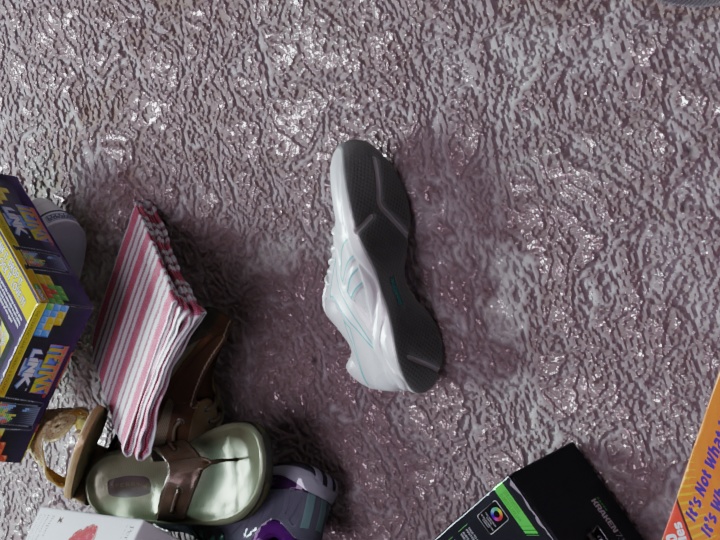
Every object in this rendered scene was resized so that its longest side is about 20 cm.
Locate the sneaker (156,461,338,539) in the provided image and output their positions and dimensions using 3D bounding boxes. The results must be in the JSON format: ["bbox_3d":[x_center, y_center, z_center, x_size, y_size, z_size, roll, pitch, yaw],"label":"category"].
[{"bbox_3d":[-0.108,0.214,1.796,0.199,0.074,0.088,-14,57,41],"label":"sneaker"}]

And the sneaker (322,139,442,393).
[{"bbox_3d":[0.000,0.000,1.673,0.080,0.070,0.202,-6,98,43],"label":"sneaker"}]

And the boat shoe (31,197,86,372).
[{"bbox_3d":[-0.292,0.032,1.930,0.065,0.073,0.201,42,118,49],"label":"boat shoe"}]

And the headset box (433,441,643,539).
[{"bbox_3d":[0.134,0.253,1.613,0.200,0.093,0.175,-45,73,37],"label":"headset box"}]

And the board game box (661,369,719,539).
[{"bbox_3d":[0.340,0.113,1.334,0.199,0.199,0.201,30,119,30],"label":"board game box"}]

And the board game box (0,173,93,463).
[{"bbox_3d":[-0.313,0.037,1.847,0.166,0.056,0.200,-61,41,23],"label":"board game box"}]

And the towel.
[{"bbox_3d":[-0.180,0.047,1.794,0.200,0.030,0.147,-119,46,-59],"label":"towel"}]

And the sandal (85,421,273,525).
[{"bbox_3d":[-0.153,0.173,1.766,0.200,0.057,0.080,-14,78,32],"label":"sandal"}]

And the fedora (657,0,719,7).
[{"bbox_3d":[0.235,-0.271,1.390,0.176,0.090,0.202,16,105,34],"label":"fedora"}]

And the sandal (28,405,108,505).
[{"bbox_3d":[-0.260,0.153,1.854,0.069,0.078,0.212,23,164,3],"label":"sandal"}]

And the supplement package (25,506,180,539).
[{"bbox_3d":[-0.205,0.279,1.806,0.200,0.119,0.122,-5,57,57],"label":"supplement package"}]

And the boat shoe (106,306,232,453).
[{"bbox_3d":[-0.150,0.114,1.834,0.074,0.076,0.200,29,127,-6],"label":"boat shoe"}]
